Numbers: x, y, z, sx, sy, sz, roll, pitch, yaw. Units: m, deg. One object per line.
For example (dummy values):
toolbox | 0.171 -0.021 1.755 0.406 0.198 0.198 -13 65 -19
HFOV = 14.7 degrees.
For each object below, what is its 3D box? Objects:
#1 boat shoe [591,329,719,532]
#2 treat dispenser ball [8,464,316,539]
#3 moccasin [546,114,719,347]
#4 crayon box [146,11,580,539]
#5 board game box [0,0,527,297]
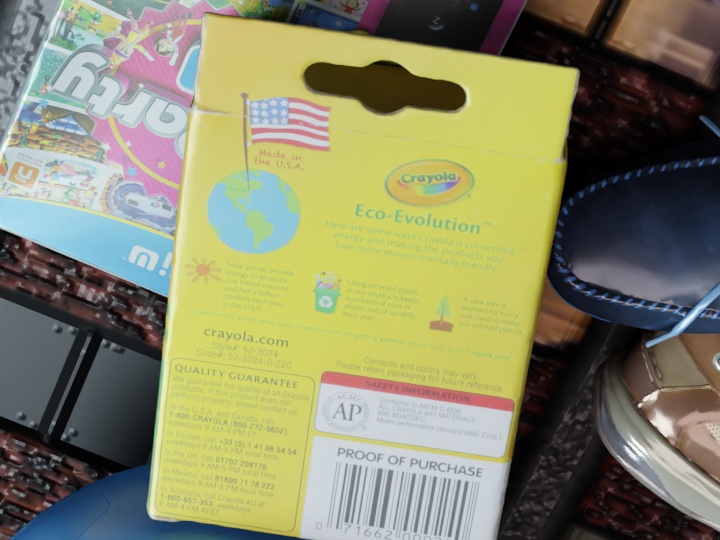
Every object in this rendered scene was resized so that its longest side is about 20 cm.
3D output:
boat shoe | 0.180 0.081 1.036 0.200 0.076 0.072 33 117 -15
treat dispenser ball | -0.060 0.171 1.045 0.200 0.201 0.202 3 121 5
moccasin | 0.163 -0.020 0.971 0.199 0.068 0.081 -7 88 2
crayon box | 0.000 0.000 0.950 0.126 0.051 0.201 9 122 -1
board game box | -0.030 -0.082 0.969 0.147 0.064 0.201 22 122 -7
